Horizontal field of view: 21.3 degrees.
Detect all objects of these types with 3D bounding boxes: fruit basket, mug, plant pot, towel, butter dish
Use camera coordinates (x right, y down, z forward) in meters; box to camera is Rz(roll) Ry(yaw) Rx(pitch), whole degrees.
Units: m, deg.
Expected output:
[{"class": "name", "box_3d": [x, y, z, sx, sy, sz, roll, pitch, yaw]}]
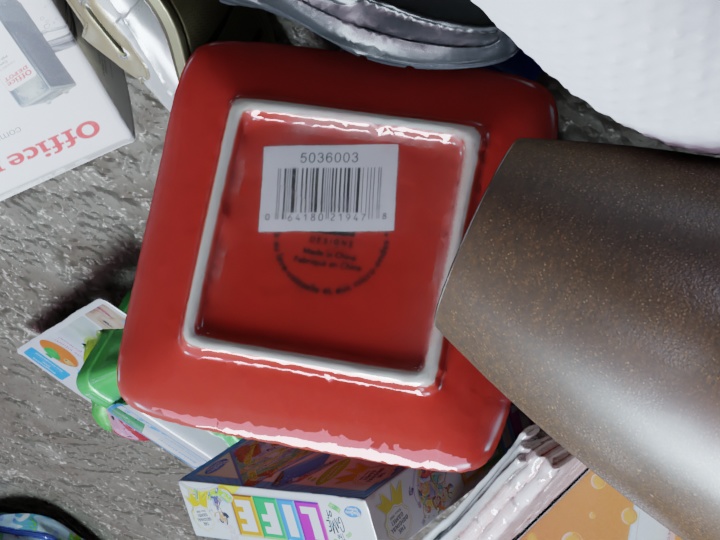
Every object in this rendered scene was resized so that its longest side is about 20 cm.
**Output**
[{"class": "fruit basket", "box_3d": [-0.139, 0.093, 1.327, 0.185, 0.094, 0.200, 36, 149, -16]}, {"class": "mug", "box_3d": [0.151, -0.144, 0.777, 0.200, 0.148, 0.175, -34, 132, 20]}, {"class": "plant pot", "box_3d": [0.140, 0.024, 0.839, 0.200, 0.187, 0.187, 24, 147, 7]}, {"class": "towel", "box_3d": [0.100, 0.104, 1.002, 0.032, 0.191, 0.200, 48, 136, 13]}, {"class": "butter dish", "box_3d": [0.000, 0.000, 0.983, 0.199, 0.200, 0.148, 8, 170, 15]}]

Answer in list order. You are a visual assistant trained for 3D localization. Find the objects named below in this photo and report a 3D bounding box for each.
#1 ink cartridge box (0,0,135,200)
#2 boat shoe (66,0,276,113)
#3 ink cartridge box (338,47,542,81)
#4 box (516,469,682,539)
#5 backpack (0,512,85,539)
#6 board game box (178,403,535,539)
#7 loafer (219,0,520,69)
[{"class": "ink cartridge box", "box_3d": [-0.228, -0.131, 1.025, 0.145, 0.085, 0.200, -24, 135, 5]}, {"class": "boat shoe", "box_3d": [-0.108, -0.140, 1.007, 0.068, 0.075, 0.200, -1, 130, 39]}, {"class": "ink cartridge box", "box_3d": [0.019, -0.075, 1.038, 0.099, 0.039, 0.200, 28, 146, -3]}, {"class": "box", "box_3d": [0.170, 0.149, 0.988, 0.124, 0.200, 0.097, 48, -167, 21]}, {"class": "backpack", "box_3d": [-0.313, 0.282, 1.676, 0.163, 0.154, 0.200, 44, 164, -23]}, {"class": "board game box", "box_3d": [0.020, 0.085, 1.017, 0.134, 0.200, 0.034, -1, 112, 43]}, {"class": "loafer", "box_3d": [-0.013, -0.153, 0.921, 0.200, 0.068, 0.070, 19, 137, 5]}]
